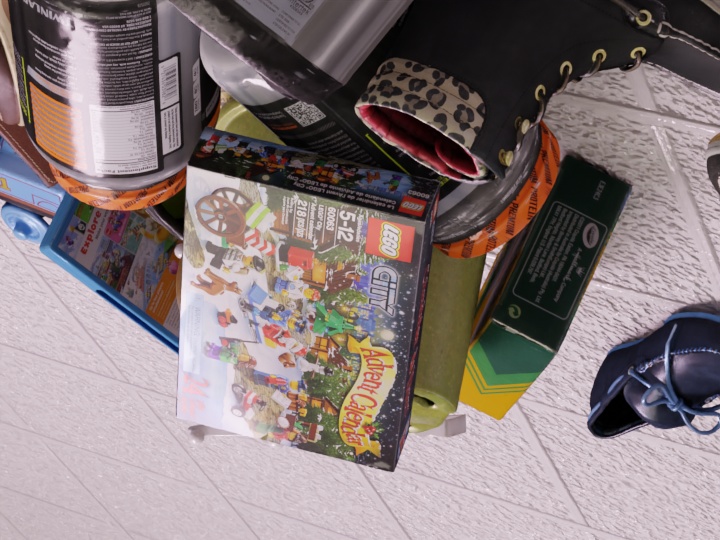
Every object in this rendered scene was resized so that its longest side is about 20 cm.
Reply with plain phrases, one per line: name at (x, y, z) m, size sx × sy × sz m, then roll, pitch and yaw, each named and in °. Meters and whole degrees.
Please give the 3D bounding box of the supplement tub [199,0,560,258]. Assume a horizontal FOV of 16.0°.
supplement tub at (0.016, -0.101, 1.440) m, size 0.200 × 0.123 × 0.122 m, roll 41°, pitch 155°, yaw -31°

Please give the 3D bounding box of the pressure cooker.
pressure cooker at (-0.022, -0.202, 1.237) m, size 0.179 × 0.200 × 0.176 m, roll 41°, pitch -173°, yaw 24°

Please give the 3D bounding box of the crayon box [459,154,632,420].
crayon box at (0.110, 0.019, 1.681) m, size 0.051 × 0.126 × 0.200 m, roll 27°, pitch 160°, yaw -1°

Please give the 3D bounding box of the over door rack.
over door rack at (-0.031, 0.047, 1.794) m, size 0.199 × 0.148 × 0.067 m, roll -2°, pitch -175°, yaw 9°

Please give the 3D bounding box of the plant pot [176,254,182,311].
plant pot at (-0.024, 0.003, 1.721) m, size 0.200 × 0.200 × 0.028 m, roll 22°, pitch 142°, yaw 12°

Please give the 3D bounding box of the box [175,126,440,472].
box at (-0.033, 0.019, 1.452) m, size 0.136 × 0.038 × 0.200 m, roll 14°, pitch 133°, yaw 9°

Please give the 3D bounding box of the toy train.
toy train at (-0.244, -0.077, 1.943) m, size 0.200 × 0.087 × 0.114 m, roll 21°, pitch 153°, yaw 15°

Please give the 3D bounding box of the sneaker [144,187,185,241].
sneaker at (-0.131, -0.098, 1.670) m, size 0.083 × 0.071 × 0.200 m, roll 52°, pitch 165°, yaw 44°

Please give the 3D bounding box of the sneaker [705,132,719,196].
sneaker at (0.265, -0.001, 1.503) m, size 0.200 × 0.088 × 0.076 m, roll 41°, pitch 157°, yaw -30°

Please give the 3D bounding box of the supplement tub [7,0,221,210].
supplement tub at (-0.143, -0.133, 1.500) m, size 0.122 × 0.123 × 0.200 m, roll 22°, pitch 146°, yaw 13°

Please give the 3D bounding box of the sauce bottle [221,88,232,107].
sauce bottle at (-0.085, -0.138, 1.631) m, size 0.065 × 0.065 × 0.200 m, roll 19°, pitch 158°, yaw 21°

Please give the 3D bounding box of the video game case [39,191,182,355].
video game case at (-0.128, -0.019, 1.851) m, size 0.200 × 0.143 × 0.018 m, roll 39°, pitch 151°, yaw -30°

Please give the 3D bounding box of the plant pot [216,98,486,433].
plant pot at (0.000, 0.000, 1.600) m, size 0.200 × 0.185 × 0.200 m, roll 4°, pitch 161°, yaw 1°

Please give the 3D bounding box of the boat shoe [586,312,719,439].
boat shoe at (0.221, 0.084, 1.780) m, size 0.084 × 0.069 × 0.200 m, roll 29°, pitch 159°, yaw -6°

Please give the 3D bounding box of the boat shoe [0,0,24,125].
boat shoe at (-0.242, -0.157, 1.551) m, size 0.072 × 0.072 × 0.200 m, roll -10°, pitch 148°, yaw -1°

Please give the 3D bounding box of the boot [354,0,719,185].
boot at (0.108, -0.102, 1.356) m, size 0.203 × 0.154 × 0.073 m, roll 29°, pitch 159°, yaw -5°

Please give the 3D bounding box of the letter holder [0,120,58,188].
letter holder at (-0.217, -0.178, 1.674) m, size 0.101 × 0.142 × 0.200 m, roll 52°, pitch 180°, yaw 41°
